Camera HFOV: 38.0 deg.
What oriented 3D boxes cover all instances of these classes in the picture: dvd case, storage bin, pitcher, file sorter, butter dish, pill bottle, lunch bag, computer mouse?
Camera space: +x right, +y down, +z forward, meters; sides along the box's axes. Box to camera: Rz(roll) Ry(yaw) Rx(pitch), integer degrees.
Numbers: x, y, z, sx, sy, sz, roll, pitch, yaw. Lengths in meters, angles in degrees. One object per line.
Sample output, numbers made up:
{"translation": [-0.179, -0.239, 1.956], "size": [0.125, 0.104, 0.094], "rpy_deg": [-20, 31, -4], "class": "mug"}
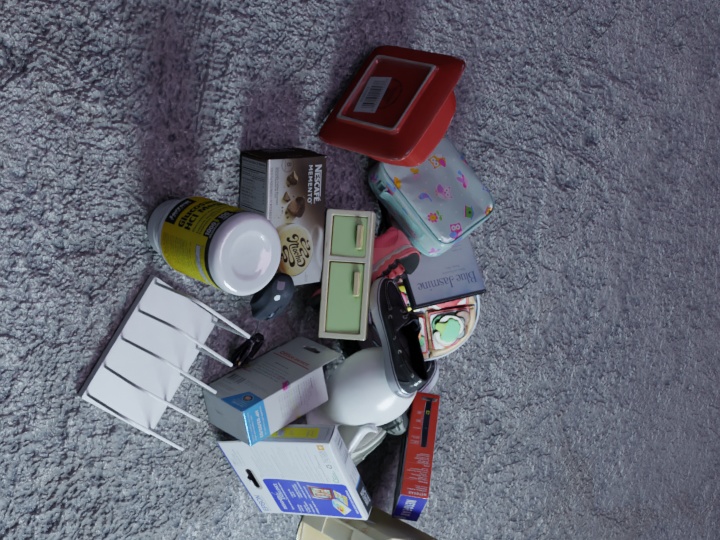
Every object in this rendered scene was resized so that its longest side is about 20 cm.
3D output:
{"translation": [0.122, -0.042, 1.781], "size": [0.142, 0.018, 0.202], "rpy_deg": [-12, 77, -23], "class": "dvd case"}
{"translation": [0.022, 0.479, 1.818], "size": [0.198, 0.199, 0.094], "rpy_deg": [21, 87, -44], "class": "storage bin"}
{"translation": [-0.004, 0.222, 1.681], "size": [0.121, 0.199, 0.173], "rpy_deg": [20, 53, -42], "class": "pitcher"}
{"translation": [-0.275, 0.137, 1.500], "size": [0.139, 0.124, 0.201], "rpy_deg": [39, 76, -41], "class": "file sorter"}
{"translation": [0.070, -0.238, 1.661], "size": [0.201, 0.199, 0.148], "rpy_deg": [-58, 139, -13], "class": "butter dish"}
{"translation": [-0.210, -0.041, 1.453], "size": [0.112, 0.199, 0.113], "rpy_deg": [-14, 112, -39], "class": "pill bottle"}
{"translation": [0.113, -0.133, 1.756], "size": [0.160, 0.077, 0.200], "rpy_deg": [-38, 88, -25], "class": "lunch bag"}
{"translation": [-0.150, 0.083, 1.598], "size": [0.058, 0.034, 0.201], "rpy_deg": [-9, 138, -39], "class": "computer mouse"}

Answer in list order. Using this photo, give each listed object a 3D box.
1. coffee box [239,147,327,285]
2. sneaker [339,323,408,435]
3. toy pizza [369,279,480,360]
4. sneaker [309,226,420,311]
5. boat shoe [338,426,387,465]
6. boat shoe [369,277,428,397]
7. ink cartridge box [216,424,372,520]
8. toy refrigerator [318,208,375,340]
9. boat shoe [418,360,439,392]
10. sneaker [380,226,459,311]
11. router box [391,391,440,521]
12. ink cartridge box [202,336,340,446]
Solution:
{"translation": [-0.121, -0.082, 1.605], "size": [0.112, 0.080, 0.202], "rpy_deg": [-8, 108, -38], "class": "coffee box"}
{"translation": [0.041, 0.180, 1.782], "size": [0.079, 0.075, 0.201], "rpy_deg": [-16, 78, -43], "class": "sneaker"}
{"translation": [0.112, 0.073, 1.822], "size": [0.198, 0.032, 0.202], "rpy_deg": [-2, 114, -4], "class": "toy pizza"}
{"translation": [0.000, 0.000, 1.737], "size": [0.199, 0.087, 0.074], "rpy_deg": [-30, 147, 4], "class": "sneaker"}
{"translation": [-0.038, 0.316, 1.788], "size": [0.201, 0.072, 0.061], "rpy_deg": [-31, 137, -12], "class": "boat shoe"}
{"translation": [0.065, 0.094, 1.621], "size": [0.070, 0.066, 0.201], "rpy_deg": [23, 49, -41], "class": "boat shoe"}
{"translation": [-0.102, 0.320, 1.667], "size": [0.047, 0.198, 0.198], "rpy_deg": [-66, 146, -41], "class": "ink cartridge box"}
{"translation": [-0.021, 0.006, 1.651], "size": [0.070, 0.075, 0.202], "rpy_deg": [16, 78, -85], "class": "toy refrigerator"}
{"translation": [0.060, 0.200, 1.859], "size": [0.198, 0.074, 0.068], "rpy_deg": [-28, 135, -23], "class": "boat shoe"}
{"translation": [0.103, -0.010, 1.844], "size": [0.075, 0.081, 0.200], "rpy_deg": [-37, 113, 14], "class": "sneaker"}
{"translation": [0.096, 0.327, 1.827], "size": [0.200, 0.048, 0.181], "rpy_deg": [97, 2, -65], "class": "router box"}
{"translation": [-0.133, 0.186, 1.648], "size": [0.199, 0.115, 0.068], "rpy_deg": [-27, 120, -33], "class": "ink cartridge box"}
